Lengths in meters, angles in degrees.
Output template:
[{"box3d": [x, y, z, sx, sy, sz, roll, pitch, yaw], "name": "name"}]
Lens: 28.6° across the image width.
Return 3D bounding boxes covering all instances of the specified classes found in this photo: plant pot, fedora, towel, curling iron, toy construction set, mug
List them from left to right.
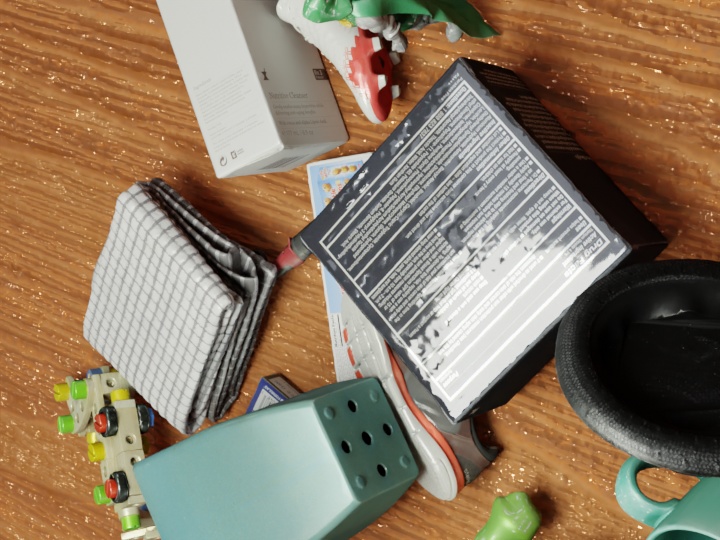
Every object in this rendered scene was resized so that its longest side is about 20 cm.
[{"box3d": [-0.235, 0.182, 1.374, 0.131, 0.092, 0.202, -36, 77, 55], "name": "toy construction set"}, {"box3d": [-0.170, 0.030, 1.310, 0.165, 0.085, 0.201, 43, 134, 23], "name": "towel"}, {"box3d": [-0.059, 0.177, 1.189, 0.199, 0.141, 0.143, -32, 79, 38], "name": "plant pot"}, {"box3d": [-0.062, -0.025, 1.261, 0.199, 0.025, 0.050, -33, 78, 45], "name": "curling iron"}, {"box3d": [0.232, 0.085, 0.983, 0.200, 0.200, 0.092, 31, 147, 26], "name": "fedora"}, {"box3d": [0.287, 0.197, 1.011, 0.152, 0.114, 0.186, -11, 112, 57], "name": "mug"}]

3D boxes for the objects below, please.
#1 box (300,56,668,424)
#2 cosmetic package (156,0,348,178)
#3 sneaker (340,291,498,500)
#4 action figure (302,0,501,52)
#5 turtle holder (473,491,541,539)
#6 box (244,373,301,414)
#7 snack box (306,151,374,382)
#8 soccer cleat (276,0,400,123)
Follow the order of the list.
[{"box3d": [0.097, -0.022, 1.115, 0.200, 0.123, 0.199, -46, 72, 21], "name": "box"}, {"box3d": [-0.098, -0.189, 1.237, 0.081, 0.112, 0.202, -21, 87, 32], "name": "cosmetic package"}, {"box3d": [0.052, 0.090, 1.200, 0.202, 0.081, 0.077, 64, 158, -2], "name": "sneaker"}, {"box3d": [0.016, -0.208, 1.106, 0.118, 0.199, 0.055, 36, 114, 24], "name": "action figure"}, {"box3d": [0.161, 0.282, 1.131, 0.132, 0.141, 0.186, -41, 34, 14], "name": "turtle holder"}, {"box3d": [-0.081, 0.213, 1.323, 0.121, 0.032, 0.201, 37, 113, 24], "name": "box"}, {"box3d": [0.000, 0.000, 1.248, 0.071, 0.024, 0.202, -7, 93, 34], "name": "snack box"}, {"box3d": [-0.026, -0.213, 1.207, 0.084, 0.069, 0.202, -20, 80, 17], "name": "soccer cleat"}]
